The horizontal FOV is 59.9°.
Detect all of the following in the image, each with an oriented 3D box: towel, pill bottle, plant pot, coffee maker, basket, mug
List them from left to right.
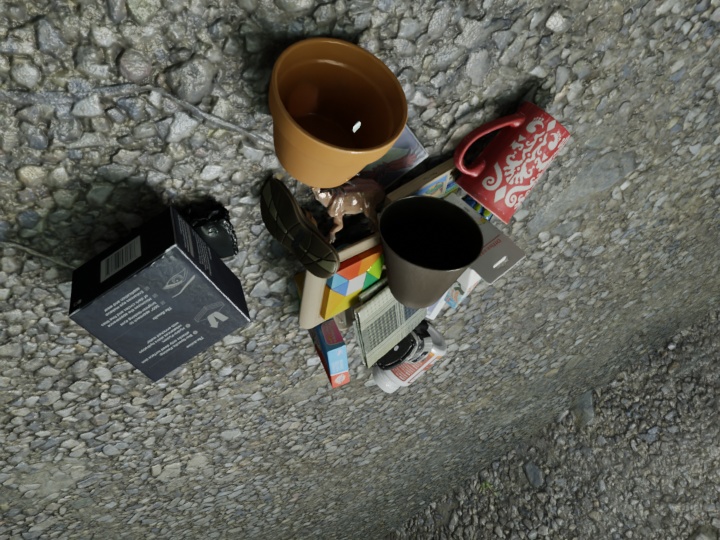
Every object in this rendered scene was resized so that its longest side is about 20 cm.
[{"bbox_3d":[-0.048,-0.216,0.920,0.199,0.201,0.140,-9,157,-26],"label":"plant pot"},{"bbox_3d":[0.062,0.083,1.285,0.200,0.034,0.193,-38,143,-25],"label":"towel"},{"bbox_3d":[0.082,0.132,1.482,0.134,0.194,0.200,-15,171,17],"label":"coffee maker"},{"bbox_3d":[0.126,0.235,1.671,0.112,0.113,0.200,18,125,-47],"label":"pill bottle"},{"bbox_3d":[0.111,-0.021,1.122,0.179,0.137,0.200,18,155,5],"label":"basket"},{"bbox_3d":[0.282,-0.210,1.172,0.200,0.133,0.177,-51,152,13],"label":"mug"}]

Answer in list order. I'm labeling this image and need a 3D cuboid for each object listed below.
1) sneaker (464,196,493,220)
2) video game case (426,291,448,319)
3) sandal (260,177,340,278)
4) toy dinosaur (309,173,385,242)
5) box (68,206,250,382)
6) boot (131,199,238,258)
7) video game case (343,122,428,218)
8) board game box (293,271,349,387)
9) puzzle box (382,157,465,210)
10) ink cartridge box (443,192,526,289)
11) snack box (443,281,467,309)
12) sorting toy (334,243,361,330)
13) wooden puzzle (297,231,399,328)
[{"bbox_3d":[0.235,-0.082,1.359,0.083,0.070,0.201,2,115,-65],"label":"sneaker"},{"bbox_3d":[0.164,0.013,1.430,0.199,0.023,0.183,26,100,-50],"label":"video game case"},{"bbox_3d":[-0.099,-0.072,1.063,0.082,0.200,0.054,-52,165,29],"label":"sandal"},{"bbox_3d":[-0.013,-0.134,1.096,0.199,0.086,0.136,-12,136,-31],"label":"toy dinosaur"},{"bbox_3d":[-0.316,0.042,0.998,0.196,0.118,0.200,-32,131,4],"label":"box"},{"bbox_3d":[-0.291,-0.025,1.083,0.161,0.074,0.199,-16,138,-13],"label":"boot"},{"bbox_3d":[0.005,-0.195,1.116,0.199,0.023,0.182,-37,145,12],"label":"video game case"},{"bbox_3d":[-0.081,0.121,1.303,0.040,0.201,0.154,-19,144,-12],"label":"board game box"},{"bbox_3d":[0.118,-0.131,1.220,0.199,0.025,0.134,-32,151,-29],"label":"puzzle box"},{"bbox_3d":[0.208,-0.047,1.216,0.116,0.200,0.068,-34,152,-23],"label":"ink cartridge box"},{"bbox_3d":[0.252,0.003,1.382,0.116,0.037,0.200,-44,167,-21],"label":"snack box"},{"bbox_3d":[0.000,0.000,1.303,0.179,0.107,0.201,-27,147,-14],"label":"sorting toy"},{"bbox_3d":[-0.018,0.020,1.177,0.199,0.037,0.186,-22,144,-31],"label":"wooden puzzle"}]
